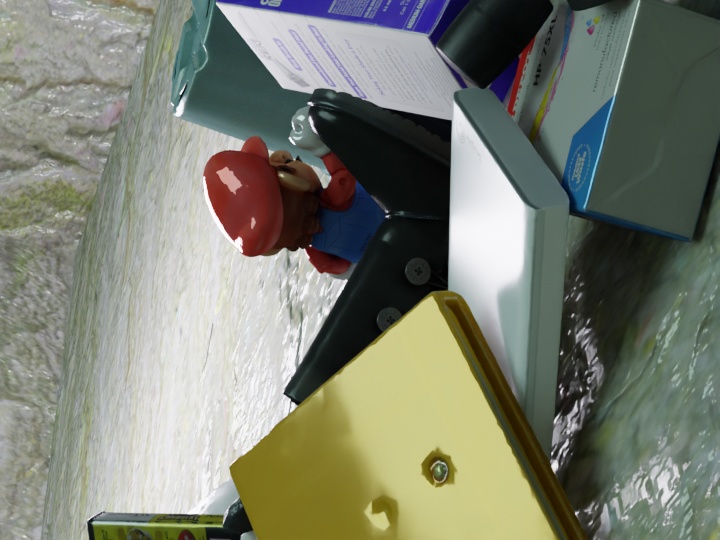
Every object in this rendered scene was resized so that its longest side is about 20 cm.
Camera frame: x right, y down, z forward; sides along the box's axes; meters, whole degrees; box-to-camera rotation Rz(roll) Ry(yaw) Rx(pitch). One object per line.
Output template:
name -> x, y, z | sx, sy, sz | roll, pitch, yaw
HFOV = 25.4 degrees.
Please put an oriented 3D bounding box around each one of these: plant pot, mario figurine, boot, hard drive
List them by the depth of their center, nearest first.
hard drive -> 0.081, 0.013, 0.925 | 0.132, 0.026, 0.201 | -117, 21, -52
boot -> 0.001, 0.000, 1.060 | 0.201, 0.164, 0.066 | -64, 0, -2
mario figurine -> -0.017, -0.054, 1.161 | 0.106, 0.199, 0.124 | -151, 76, -73
plant pot -> -0.056, -0.184, 1.409 | 0.200, 0.195, 0.202 | -167, 90, -73

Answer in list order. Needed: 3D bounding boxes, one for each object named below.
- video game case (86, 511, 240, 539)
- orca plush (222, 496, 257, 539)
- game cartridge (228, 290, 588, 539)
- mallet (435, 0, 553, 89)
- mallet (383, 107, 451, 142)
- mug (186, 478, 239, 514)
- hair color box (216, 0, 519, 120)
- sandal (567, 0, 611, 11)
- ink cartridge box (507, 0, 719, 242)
video game case -> -0.110, 0.279, 1.190 | 0.025, 0.179, 0.202 | -25, -70, -64
orca plush -> -0.040, 0.168, 1.082 | 0.071, 0.104, 0.201 | -105, 8, -52
game cartridge -> 0.022, 0.139, 0.926 | 0.200, 0.032, 0.177 | -42, 63, 33
mallet -> 0.070, -0.140, 0.975 | 0.066, 0.041, 0.200 | -49, 5, 0
mallet -> 0.055, -0.191, 1.242 | 0.041, 0.065, 0.202 | 154, 128, -71
mug -> -0.077, 0.266, 1.255 | 0.200, 0.147, 0.176 | 54, 129, 33
hair color box -> 0.005, -0.172, 1.155 | 0.199, 0.109, 0.065 | 14, 67, 36
sandal -> 0.149, -0.180, 0.900 | 0.075, 0.045, 0.200 | -21, 25, 24
ink cartridge box -> 0.133, -0.088, 0.911 | 0.200, 0.067, 0.117 | -156, 80, -74
